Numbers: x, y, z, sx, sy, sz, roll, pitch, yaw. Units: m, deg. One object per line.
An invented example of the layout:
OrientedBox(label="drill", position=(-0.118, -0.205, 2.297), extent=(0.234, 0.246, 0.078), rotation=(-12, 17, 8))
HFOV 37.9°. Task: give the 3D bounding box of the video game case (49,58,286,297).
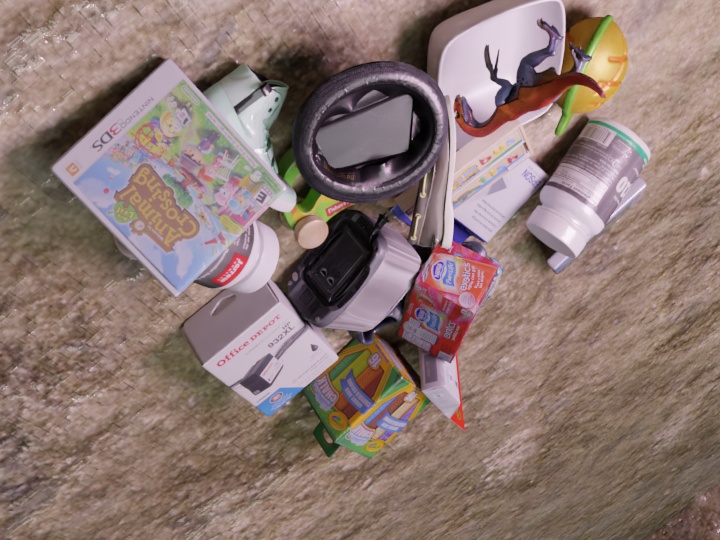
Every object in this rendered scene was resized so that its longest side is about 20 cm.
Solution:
OrientedBox(label="video game case", position=(-0.213, -0.104, 1.185), extent=(0.182, 0.022, 0.200), rotation=(-45, 104, -9))

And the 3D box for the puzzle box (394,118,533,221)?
OrientedBox(label="puzzle box", position=(0.148, -0.133, 1.463), extent=(0.200, 0.025, 0.133), rotation=(-37, 160, 7))

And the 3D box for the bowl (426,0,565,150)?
OrientedBox(label="bowl", position=(0.169, -0.275, 1.399), extent=(0.199, 0.075, 0.201), rotation=(-24, 142, -17))

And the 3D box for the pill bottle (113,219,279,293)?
OrientedBox(label="pill bottle", position=(-0.199, -0.042, 1.308), extent=(0.114, 0.114, 0.200), rotation=(-48, 141, 14))

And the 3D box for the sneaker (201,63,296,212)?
OrientedBox(label="sneaker", position=(-0.111, -0.160, 1.275), extent=(0.118, 0.074, 0.200), rotation=(-41, 132, 4))

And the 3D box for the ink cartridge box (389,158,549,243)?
OrientedBox(label="ink cartridge box", position=(0.169, -0.116, 1.591), extent=(0.200, 0.041, 0.199), rotation=(-47, 142, 12))

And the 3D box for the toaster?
OrientedBox(label="toaster", position=(0.000, 0.000, 1.517), extent=(0.200, 0.114, 0.129), rotation=(-51, 146, 14))

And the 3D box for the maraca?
OrientedBox(label="maraca", position=(0.317, -0.276, 1.493), extent=(0.137, 0.107, 0.200), rotation=(-54, 166, -27))

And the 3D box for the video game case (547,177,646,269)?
OrientedBox(label="video game case", position=(0.395, -0.071, 1.760), extent=(0.200, 0.022, 0.182), rotation=(-43, 170, 7))

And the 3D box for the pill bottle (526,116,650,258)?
OrientedBox(label="pill bottle", position=(0.350, -0.128, 1.628), extent=(0.201, 0.113, 0.113), rotation=(-55, 142, -4))

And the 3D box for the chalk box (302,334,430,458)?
OrientedBox(label="chalk box", position=(-0.003, 0.219, 1.730), extent=(0.200, 0.125, 0.124), rotation=(-44, 142, 7))

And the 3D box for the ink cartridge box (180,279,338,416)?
OrientedBox(label="ink cartridge box", position=(-0.144, 0.108, 1.534), extent=(0.145, 0.084, 0.200), rotation=(-39, 142, 1))

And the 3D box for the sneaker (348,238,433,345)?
OrientedBox(label="sneaker", position=(0.049, 0.034, 1.615), extent=(0.200, 0.081, 0.074), rotation=(-50, 141, 15))

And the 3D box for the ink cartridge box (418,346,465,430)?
OrientedBox(label="ink cartridge box", position=(0.152, 0.162, 1.768), extent=(0.047, 0.161, 0.200), rotation=(-16, 147, 20))

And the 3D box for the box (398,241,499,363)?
OrientedBox(label="box", position=(0.131, 0.047, 1.601), extent=(0.096, 0.099, 0.200), rotation=(-59, 171, -26))

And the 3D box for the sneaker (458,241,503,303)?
OrientedBox(label="sneaker", position=(0.187, -0.003, 1.692), extent=(0.086, 0.078, 0.200), rotation=(-32, 159, -14))

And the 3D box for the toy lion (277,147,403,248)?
OrientedBox(label="toy lion", position=(-0.028, -0.150, 1.387), extent=(0.199, 0.069, 0.192), rotation=(-29, 135, -11))

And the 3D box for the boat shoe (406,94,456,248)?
OrientedBox(label="boat shoe", position=(0.092, -0.126, 1.360), extent=(0.060, 0.072, 0.203), rotation=(1, 111, 1))

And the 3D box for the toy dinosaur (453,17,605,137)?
OrientedBox(label="toy dinosaur", position=(0.190, -0.220, 1.298), extent=(0.105, 0.201, 0.182), rotation=(29, 120, -21))

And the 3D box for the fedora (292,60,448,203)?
OrientedBox(label="fedora", position=(0.004, -0.181, 1.293), extent=(0.199, 0.092, 0.202), rotation=(-10, 122, -16))
